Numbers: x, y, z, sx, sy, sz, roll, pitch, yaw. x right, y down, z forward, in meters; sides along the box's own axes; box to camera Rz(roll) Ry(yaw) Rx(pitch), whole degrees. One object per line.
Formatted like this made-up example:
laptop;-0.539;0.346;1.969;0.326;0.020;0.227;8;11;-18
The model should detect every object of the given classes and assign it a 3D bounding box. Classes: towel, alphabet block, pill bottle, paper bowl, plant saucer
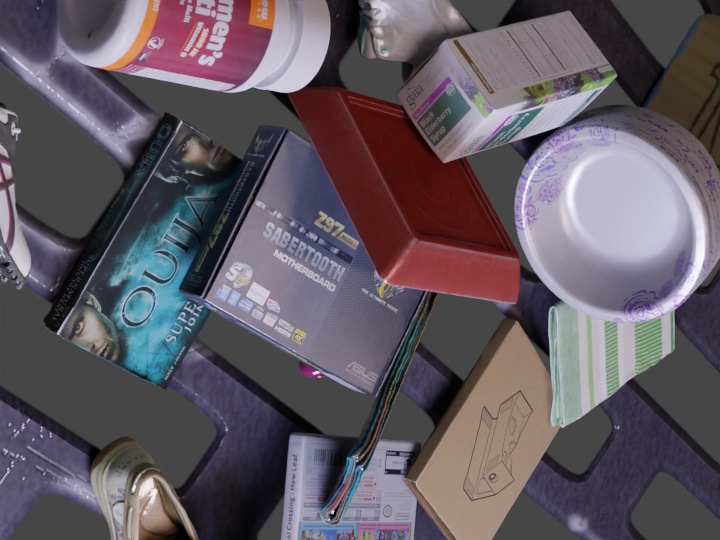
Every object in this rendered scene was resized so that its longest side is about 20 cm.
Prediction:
towel;0.265;0.061;1.928;0.199;0.023;0.154;-30;128;-36
alphabet block;0.410;-0.113;1.863;0.195;0.199;0.198;33;88;-45
pill bottle;-0.125;-0.196;1.411;0.199;0.109;0.111;6;106;-43
paper bowl;0.255;-0.060;1.755;0.104;0.199;0.203;-36;133;-50
plant saucer;0.048;-0.071;1.555;0.037;0.201;0.199;-40;152;28
towel;0.018;0.119;1.655;0.147;0.022;0.201;113;1;-59

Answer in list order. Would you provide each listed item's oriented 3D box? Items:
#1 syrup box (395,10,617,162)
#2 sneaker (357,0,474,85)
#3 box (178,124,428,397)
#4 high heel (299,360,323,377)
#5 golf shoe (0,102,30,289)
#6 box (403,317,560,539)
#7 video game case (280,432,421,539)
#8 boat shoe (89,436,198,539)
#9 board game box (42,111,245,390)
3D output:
syrup box;0.131;-0.165;1.629;0.199;0.082;0.079;-21;162;-48
sneaker;0.022;-0.224;1.562;0.088;0.075;0.200;-45;135;0
box;-0.035;-0.006;1.549;0.199;0.051;0.159;32;79;-32
high heel;0.000;0.000;1.639;0.200;0.067;0.097;-52;140;-26
golf shoe;-0.279;-0.075;1.360;0.088;0.077;0.201;-43;133;-27
box;0.131;0.174;1.856;0.201;0.021;0.164;-56;137;-21
video game case;-0.010;0.248;1.725;0.199;0.022;0.184;11;82;-56
boat shoe;-0.180;0.235;1.603;0.073;0.062;0.201;-38;133;-23
board game box;-0.161;-0.014;1.524;0.135;0.028;0.201;32;87;-46
